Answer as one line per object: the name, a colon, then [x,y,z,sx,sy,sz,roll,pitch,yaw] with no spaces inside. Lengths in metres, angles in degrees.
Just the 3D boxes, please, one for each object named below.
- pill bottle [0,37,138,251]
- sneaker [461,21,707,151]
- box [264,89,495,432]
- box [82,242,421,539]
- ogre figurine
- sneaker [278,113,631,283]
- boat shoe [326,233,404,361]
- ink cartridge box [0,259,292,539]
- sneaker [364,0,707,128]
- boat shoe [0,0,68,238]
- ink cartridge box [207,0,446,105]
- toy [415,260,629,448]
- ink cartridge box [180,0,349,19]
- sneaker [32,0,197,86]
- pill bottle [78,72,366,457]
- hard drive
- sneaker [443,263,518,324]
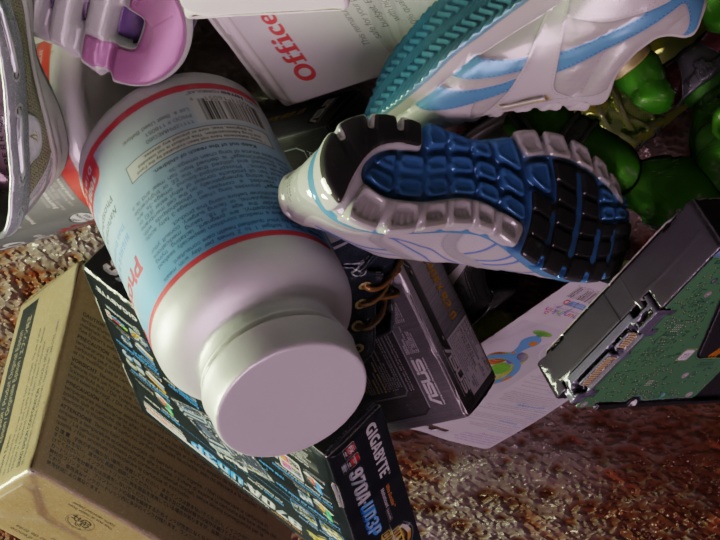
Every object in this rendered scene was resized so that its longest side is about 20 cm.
pill bottle: [-0.219,-0.068,1.588,0.199,0.116,0.116,-15,135,25]
sneaker: [0.135,-0.079,1.541,0.075,0.077,0.200,35,119,-27]
box: [-0.031,0.006,1.626,0.158,0.048,0.201,-14,112,35]
box: [-0.061,0.077,1.557,0.200,0.046,0.159,36,159,29]
ogre figurine: [0.188,-0.100,1.460,0.120,0.200,0.098,53,168,1]
sneaker: [0.047,-0.035,1.423,0.199,0.075,0.087,13,163,-29]
boat shoe: [0.000,0.000,1.534,0.200,0.071,0.091,-28,104,45]
ink cartridge box: [-0.135,0.117,1.750,0.200,0.165,0.075,33,136,-26]
sneaker: [0.082,-0.109,1.396,0.200,0.077,0.081,-31,119,35]
boat shoe: [-0.209,-0.113,1.439,0.074,0.065,0.203,-3,125,17]
ink cartridge box: [0.012,-0.183,1.445,0.199,0.085,0.146,-17,134,23]
toy: [0.104,0.045,1.714,0.115,0.047,0.200,16,145,-40]
ink cartridge box: [-0.044,-0.238,1.300,0.084,0.201,0.145,-1,139,9]
sneaker: [-0.168,-0.166,1.498,0.199,0.088,0.081,24,117,12]
pill bottle: [-0.070,-0.002,1.444,0.108,0.200,0.109,-15,138,-14]
hard drive: [0.204,0.018,1.489,0.199,0.038,0.140,-1,141,-45]
sneaker: [0.046,0.013,1.679,0.090,0.067,0.200,16,136,-7]
